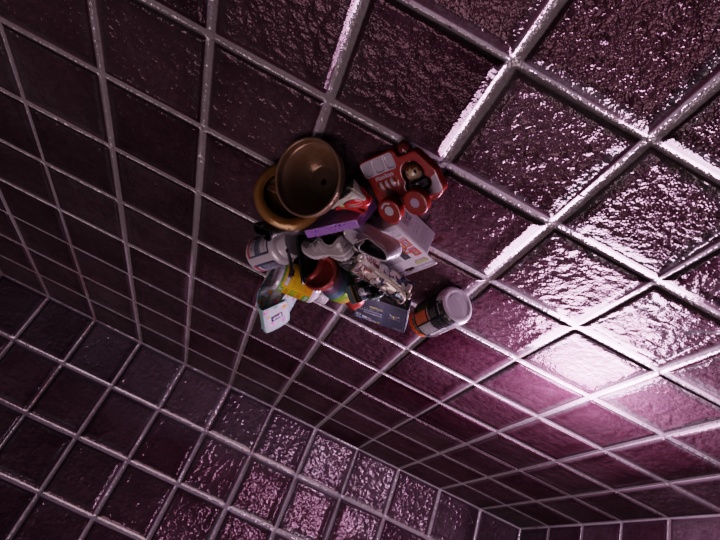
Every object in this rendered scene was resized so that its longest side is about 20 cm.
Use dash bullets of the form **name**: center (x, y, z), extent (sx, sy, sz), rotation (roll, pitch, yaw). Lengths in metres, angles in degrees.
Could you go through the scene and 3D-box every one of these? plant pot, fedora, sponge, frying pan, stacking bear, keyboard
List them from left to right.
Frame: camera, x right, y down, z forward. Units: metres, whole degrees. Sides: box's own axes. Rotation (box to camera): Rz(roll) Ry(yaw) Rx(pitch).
- **fedora**: center (-0.196, -0.206, 1.455), extent (0.199, 0.202, 0.082), rotation (24, -178, 1)
- **keyboard**: center (-0.186, -0.048, 1.615), extent (0.020, 0.127, 0.202), rotation (20, 127, 37)
- **plant pot**: center (-0.115, -0.236, 1.347), extent (0.199, 0.203, 0.092), rotation (5, -177, 28)
- **sponge**: center (-0.057, -0.145, 1.456), extent (0.199, 0.112, 0.030), rotation (-7, 123, 39)
- **stacking bear**: center (-0.058, 0.055, 1.653), extent (0.113, 0.122, 0.200), rotation (27, 172, 48)
- **frying pan**: center (-0.017, -0.005, 1.602), extent (0.114, 0.031, 0.190), rotation (14, 163, 1)

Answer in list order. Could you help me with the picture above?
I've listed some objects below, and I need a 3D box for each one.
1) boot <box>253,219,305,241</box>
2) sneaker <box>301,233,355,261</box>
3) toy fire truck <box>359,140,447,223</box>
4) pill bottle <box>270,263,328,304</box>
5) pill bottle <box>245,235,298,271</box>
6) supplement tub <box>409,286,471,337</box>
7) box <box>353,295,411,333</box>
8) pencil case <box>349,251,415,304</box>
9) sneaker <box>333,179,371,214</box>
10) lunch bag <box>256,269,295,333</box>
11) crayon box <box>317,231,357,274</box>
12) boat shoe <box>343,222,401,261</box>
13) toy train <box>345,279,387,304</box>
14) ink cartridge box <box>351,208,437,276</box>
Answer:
- **boot**: center (-0.257, -0.143, 1.520), extent (0.200, 0.130, 0.068), rotation (32, 128, 52)
- **sneaker**: center (-0.102, -0.083, 1.516), extent (0.199, 0.075, 0.082), rotation (5, 133, 40)
- **toy fire truck**: center (0.104, -0.223, 1.264), extent (0.199, 0.112, 0.169), rotation (-14, 113, 43)
- **pill bottle**: center (-0.202, 0.046, 1.805), extent (0.199, 0.112, 0.111), rotation (22, 149, -19)
- **pill bottle**: center (-0.272, -0.071, 1.692), extent (0.199, 0.120, 0.120), rotation (-13, 132, 43)
- **supplement tub**: center (0.248, 0.138, 1.648), extent (0.122, 0.123, 0.200), rotation (33, 147, -14)
- **box**: center (0.073, 0.133, 1.819), extent (0.198, 0.051, 0.158), rotation (18, 145, 10)
- **pencil case**: center (0.059, 0.015, 1.482), extent (0.199, 0.078, 0.089), rotation (35, 164, -16)
- **sneaker**: center (-0.023, -0.178, 1.367), extent (0.085, 0.077, 0.200), rotation (33, 175, -14)
- **lunch bag**: center (-0.309, 0.112, 1.898), extent (0.121, 0.201, 0.171), rotation (19, 146, 7)
- **crayon box**: center (-0.063, -0.060, 1.637), extent (0.126, 0.051, 0.200), rotation (24, 147, 2)
- **boat shoe**: center (0.017, -0.073, 1.395), extent (0.199, 0.068, 0.073), rotation (32, 132, 32)
- **toy train**: center (0.048, 0.045, 1.602), extent (0.113, 0.199, 0.086), rotation (-19, 92, 44)
- **ink cartridge box**: center (0.105, -0.074, 1.478), extent (0.175, 0.084, 0.199), rotation (40, 144, -23)
